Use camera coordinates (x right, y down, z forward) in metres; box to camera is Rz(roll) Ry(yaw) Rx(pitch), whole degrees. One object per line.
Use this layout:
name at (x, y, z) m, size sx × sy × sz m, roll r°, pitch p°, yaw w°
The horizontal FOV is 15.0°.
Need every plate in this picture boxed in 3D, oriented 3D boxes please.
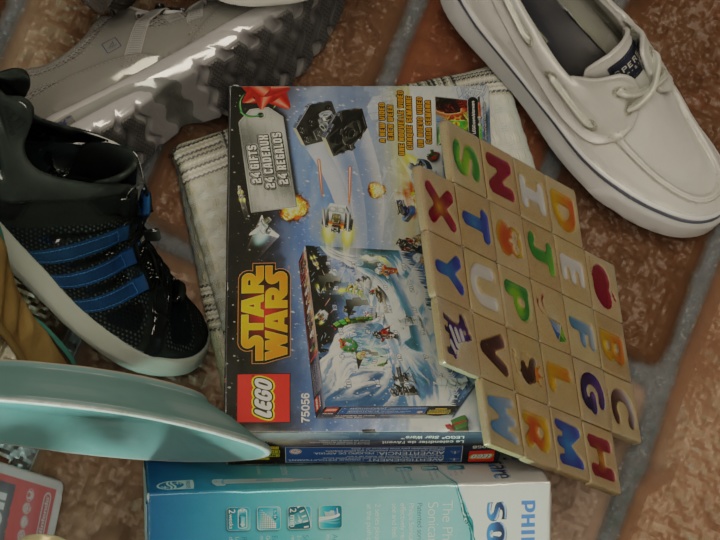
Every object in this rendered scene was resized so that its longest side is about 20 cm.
plate at (-0.139, 0.063, 1.255) m, size 0.198 × 0.200 × 0.026 m, roll 7°, pitch 79°, yaw -4°

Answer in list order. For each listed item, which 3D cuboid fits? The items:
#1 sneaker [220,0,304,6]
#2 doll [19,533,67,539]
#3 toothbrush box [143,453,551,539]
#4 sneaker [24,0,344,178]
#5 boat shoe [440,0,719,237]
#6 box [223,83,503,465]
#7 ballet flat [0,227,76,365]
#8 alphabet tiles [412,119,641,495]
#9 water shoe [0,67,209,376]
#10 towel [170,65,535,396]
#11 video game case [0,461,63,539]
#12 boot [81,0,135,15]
sneaker at (-0.009, -0.235, 1.389) m, size 0.199 × 0.147 × 0.080 m, roll -30°, pitch 40°, yaw -30°
doll at (-0.163, 0.224, 1.263) m, size 0.136 × 0.048 × 0.201 m, roll -10°, pitch 60°, yaw 24°
toothbrush box at (-0.008, 0.166, 1.349) m, size 0.198 × 0.085 × 0.148 m, roll -2°, pitch 101°, yaw -4°
sneaker at (-0.099, -0.118, 1.415) m, size 0.199 × 0.075 × 0.082 m, roll -29°, pitch 63°, yaw -19°
boat shoe at (0.125, -0.099, 1.423) m, size 0.200 × 0.065 × 0.074 m, roll 42°, pitch 62°, yaw -5°
box at (0.000, 0.000, 1.363) m, size 0.136 × 0.040 × 0.201 m, roll 1°, pitch 60°, yaw -1°
ballet flat at (-0.190, 0.030, 1.323) m, size 0.068 × 0.200 × 0.063 m, roll 18°, pitch 63°, yaw 22°
alphabet tiles at (0.085, 0.020, 1.355) m, size 0.006 × 0.200 × 0.168 m, roll -19°, pitch 66°, yaw 28°
water shoe at (-0.130, -0.019, 1.350) m, size 0.079 × 0.072 × 0.200 m, roll -38°, pitch 127°, yaw 18°
towel at (0.012, 0.006, 1.424) m, size 0.191 × 0.035 × 0.201 m, roll -13°, pitch 82°, yaw -7°
video game case at (-0.216, 0.153, 1.307) m, size 0.017 × 0.200 × 0.144 m, roll 5°, pitch 78°, yaw 29°
boot at (-0.089, -0.225, 1.418) m, size 0.069 × 0.200 × 0.175 m, roll 32°, pitch 111°, yaw -4°
